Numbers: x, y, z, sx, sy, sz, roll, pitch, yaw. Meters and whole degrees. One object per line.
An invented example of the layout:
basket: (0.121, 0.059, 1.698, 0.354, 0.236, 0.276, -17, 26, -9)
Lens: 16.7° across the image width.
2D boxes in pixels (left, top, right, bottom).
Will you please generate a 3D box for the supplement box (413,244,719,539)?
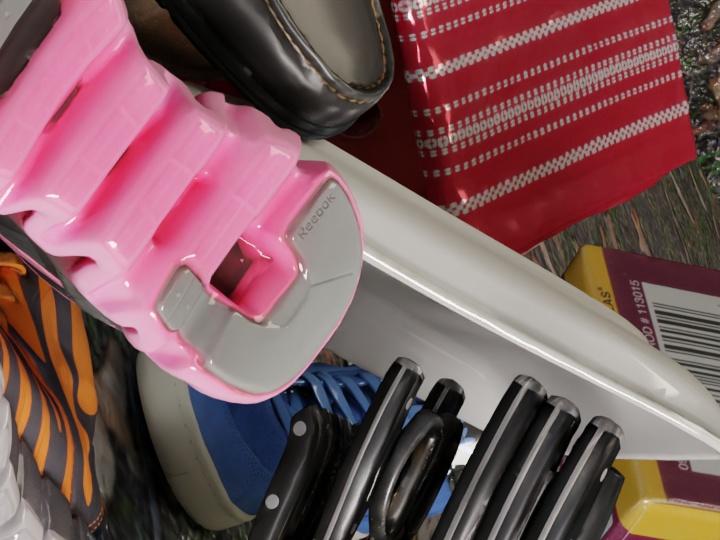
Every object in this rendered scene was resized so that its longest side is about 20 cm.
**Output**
supplement box: (0.100, 0.108, 0.993, 0.103, 0.200, 0.131, 11, 46, -22)

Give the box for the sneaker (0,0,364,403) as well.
sneaker: (-0.086, -0.047, 0.584, 0.095, 0.079, 0.200, 19, -27, 53)

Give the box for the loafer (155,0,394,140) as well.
loafer: (-0.034, -0.133, 0.644, 0.073, 0.072, 0.201, -35, 102, -58)

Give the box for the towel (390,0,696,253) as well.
towel: (0.051, -0.108, 0.803, 0.144, 0.022, 0.201, -26, 109, -48)

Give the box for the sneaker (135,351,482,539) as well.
sneaker: (0.001, 0.052, 0.893, 0.200, 0.111, 0.077, 39, 33, -65)

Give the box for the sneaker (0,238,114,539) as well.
sneaker: (-0.115, 0.019, 0.596, 0.200, 0.077, 0.112, 70, 4, -51)

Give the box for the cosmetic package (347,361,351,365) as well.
cosmetic package: (0.067, 0.088, 1.173, 0.200, 0.081, 0.113, 49, 24, -53)

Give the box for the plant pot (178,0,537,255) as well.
plant pot: (-0.005, -0.099, 0.917, 0.201, 0.199, 0.183, -88, 160, -58)

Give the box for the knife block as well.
knife block: (0.014, 0.133, 0.691, 0.064, 0.175, 0.201, 29, 43, -68)

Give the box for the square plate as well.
square plate: (0.000, 0.000, 0.744, 0.199, 0.029, 0.198, 30, -9, -11)

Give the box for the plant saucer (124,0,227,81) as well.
plant saucer: (-0.080, -0.143, 0.687, 0.200, 0.037, 0.201, 36, 44, -45)
